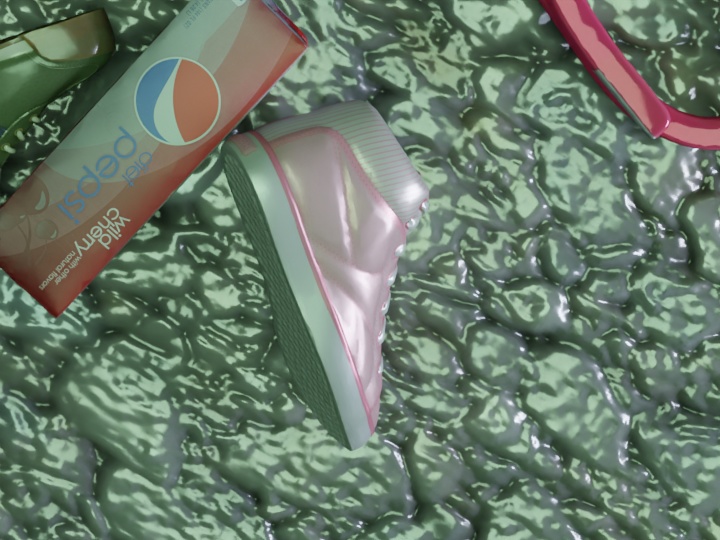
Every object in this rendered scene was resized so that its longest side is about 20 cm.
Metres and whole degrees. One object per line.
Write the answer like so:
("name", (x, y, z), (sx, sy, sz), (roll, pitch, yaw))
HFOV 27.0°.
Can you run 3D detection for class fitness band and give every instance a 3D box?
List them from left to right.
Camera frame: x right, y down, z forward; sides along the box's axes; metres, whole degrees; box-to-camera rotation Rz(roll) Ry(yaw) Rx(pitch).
("fitness band", (0.180, -0.158, 0.823), (0.143, 0.037, 0.200), (-39, 103, 3))

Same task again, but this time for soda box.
("soda box", (-0.116, -0.072, 0.808), (0.063, 0.070, 0.200), (42, 97, -10))

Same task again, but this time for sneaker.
("sneaker", (-0.213, -0.068, 0.808), (0.198, 0.067, 0.091), (-19, 103, 8))
("sneaker", (0.000, 0.000, 0.828), (0.104, 0.075, 0.202), (-27, 119, -19))
